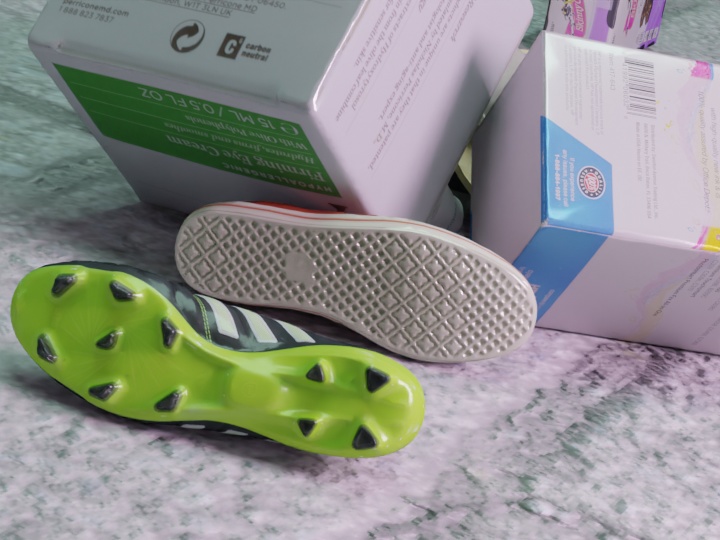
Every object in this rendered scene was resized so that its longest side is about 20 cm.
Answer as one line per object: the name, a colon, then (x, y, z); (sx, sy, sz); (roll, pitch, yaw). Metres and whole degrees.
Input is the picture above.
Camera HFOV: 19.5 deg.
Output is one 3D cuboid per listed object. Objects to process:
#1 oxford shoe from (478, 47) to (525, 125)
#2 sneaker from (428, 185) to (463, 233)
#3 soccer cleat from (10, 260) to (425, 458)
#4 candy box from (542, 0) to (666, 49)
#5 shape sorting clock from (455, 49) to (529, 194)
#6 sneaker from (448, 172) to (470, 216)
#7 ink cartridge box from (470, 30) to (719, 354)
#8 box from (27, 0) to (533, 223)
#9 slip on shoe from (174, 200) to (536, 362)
oxford shoe: (0.129, -0.089, 1.343); (0.075, 0.058, 0.200); (-20, 64, -35)
sneaker: (-0.026, -0.054, 1.314); (0.200, 0.071, 0.080); (20, -4, 29)
soccer cleat: (-0.066, 0.045, 0.984); (0.200, 0.068, 0.081); (17, 0, 7)
candy box: (0.253, -0.299, 2.072); (0.071, 0.168, 0.200); (17, 19, 19)
shape sorting clock: (0.144, -0.072, 1.402); (0.200, 0.039, 0.200); (14, 50, -17)
sneaker: (0.069, -0.110, 1.457); (0.076, 0.114, 0.199); (9, 23, -14)
ink cartridge box: (0.177, -0.038, 1.218); (0.200, 0.125, 0.129); (10, 61, -14)
box: (-0.041, -0.141, 1.212); (0.199, 0.200, 0.171); (15, -23, 28)
slip on shoe: (0.000, 0.000, 1.145); (0.200, 0.074, 0.061); (12, 14, 10)
